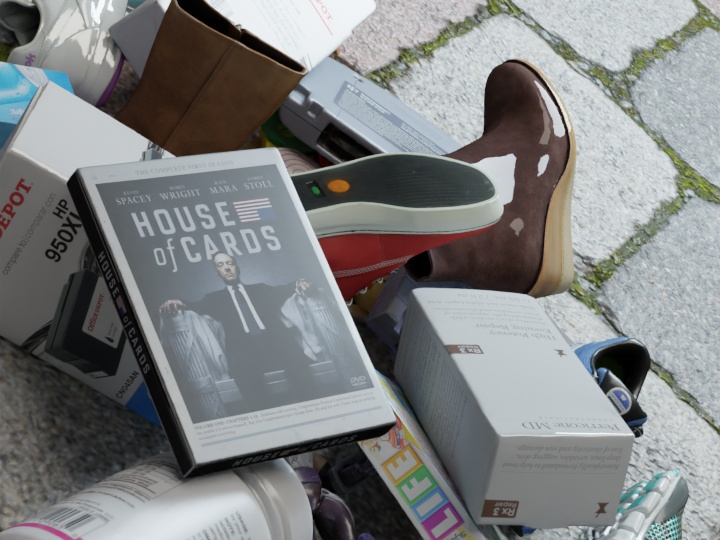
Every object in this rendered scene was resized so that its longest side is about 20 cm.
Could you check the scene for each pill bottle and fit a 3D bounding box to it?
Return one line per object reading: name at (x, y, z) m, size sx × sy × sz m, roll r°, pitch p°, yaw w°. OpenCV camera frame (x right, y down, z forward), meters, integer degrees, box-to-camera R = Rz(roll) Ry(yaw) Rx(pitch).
pill bottle at (-0.121, 0.171, 1.133) m, size 0.113 × 0.114 × 0.199 m, roll 48°, pitch 36°, yaw 14°

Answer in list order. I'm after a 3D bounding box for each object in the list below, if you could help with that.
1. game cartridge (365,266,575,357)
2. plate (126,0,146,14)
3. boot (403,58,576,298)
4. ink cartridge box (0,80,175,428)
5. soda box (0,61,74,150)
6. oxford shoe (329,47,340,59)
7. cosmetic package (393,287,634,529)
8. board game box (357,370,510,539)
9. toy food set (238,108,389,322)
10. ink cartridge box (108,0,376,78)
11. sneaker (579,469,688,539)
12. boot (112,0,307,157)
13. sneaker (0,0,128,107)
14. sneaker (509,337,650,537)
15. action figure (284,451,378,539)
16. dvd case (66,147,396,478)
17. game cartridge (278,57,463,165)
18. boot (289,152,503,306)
game cartridge at (0.097, 0.061, 1.478) m, size 0.200 × 0.038 × 0.130 m, roll 46°, pitch 40°, yaw -16°
plate at (-0.192, -0.248, 1.632) m, size 0.199 × 0.026 × 0.201 m, roll 24°, pitch 37°, yaw -19°
boot at (0.088, -0.077, 1.467) m, size 0.165 × 0.072 × 0.202 m, roll 9°, pitch 66°, yaw -44°
ink cartridge box at (-0.159, -0.004, 1.274) m, size 0.199 × 0.145 × 0.085 m, roll 31°, pitch 37°, yaw -11°
soda box at (-0.290, -0.105, 1.338) m, size 0.199 × 0.068 × 0.064 m, roll 6°, pitch 45°, yaw -38°
oxford shoe at (-0.093, -0.192, 1.633) m, size 0.199 × 0.071 × 0.074 m, roll 19°, pitch 79°, yaw -47°
cosmetic package at (0.098, 0.089, 1.321) m, size 0.101 × 0.075 × 0.200 m, roll 2°, pitch 24°, yaw -19°
board game box at (0.057, 0.158, 1.320) m, size 0.201 × 0.034 × 0.134 m, roll 55°, pitch 4°, yaw 21°
toy food set at (-0.017, -0.038, 1.529) m, size 0.197 × 0.049 × 0.201 m, roll 21°, pitch 38°, yaw -24°
ink cartridge box at (-0.086, -0.192, 1.518) m, size 0.116 × 0.066 × 0.200 m, roll 56°, pitch 46°, yaw -11°
sneaker at (0.204, 0.222, 1.428) m, size 0.091 × 0.077 × 0.200 m, roll 52°, pitch 37°, yaw -7°
boot at (-0.090, -0.075, 1.369) m, size 0.188 × 0.200 × 0.069 m, roll 38°, pitch 33°, yaw 0°
sneaker at (-0.222, -0.220, 1.508) m, size 0.099 × 0.075 × 0.201 m, roll 17°, pitch 52°, yaw -20°
sneaker at (0.150, 0.109, 1.414) m, size 0.079 × 0.089 × 0.200 m, roll 49°, pitch 46°, yaw -12°
action figure at (-0.033, 0.152, 1.279) m, size 0.129 × 0.070 × 0.201 m, roll -1°, pitch 48°, yaw -39°
dvd case at (-0.077, 0.020, 1.188) m, size 0.149 × 0.025 × 0.201 m, roll -9°, pitch 66°, yaw -37°
game cartridge at (0.031, -0.094, 1.566) m, size 0.199 × 0.042 × 0.133 m, roll 35°, pitch 18°, yaw -4°
boot at (0.000, 0.000, 1.370) m, size 0.198 × 0.145 × 0.073 m, roll -8°, pitch 37°, yaw -12°
